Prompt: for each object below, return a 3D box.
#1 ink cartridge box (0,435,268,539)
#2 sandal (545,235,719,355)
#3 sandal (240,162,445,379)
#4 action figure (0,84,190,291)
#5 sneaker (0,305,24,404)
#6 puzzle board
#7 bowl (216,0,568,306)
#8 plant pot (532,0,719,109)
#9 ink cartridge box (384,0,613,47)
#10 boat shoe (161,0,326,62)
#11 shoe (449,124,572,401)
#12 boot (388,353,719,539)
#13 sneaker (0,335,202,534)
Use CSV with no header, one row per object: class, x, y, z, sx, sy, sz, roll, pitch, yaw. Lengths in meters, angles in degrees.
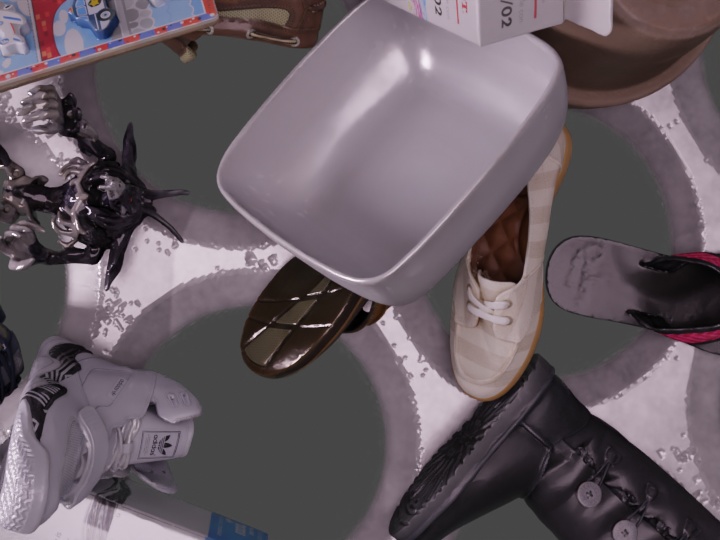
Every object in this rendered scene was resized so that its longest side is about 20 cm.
ink cartridge box,-0.177,0.218,0.913,0.197,0.084,0.147,22,92,-5
sandal,0.228,0.018,0.951,0.197,0.045,0.076,8,92,-4
sandal,0.000,0.000,0.931,0.201,0.081,0.055,-51,130,-10
action figure,-0.214,-0.053,0.891,0.196,0.102,0.121,5,81,-3
sneaker,-0.252,0.071,0.860,0.080,0.201,0.075,-15,130,-15
puzzle board,-0.181,-0.204,0.864,0.149,0.018,0.202,-18,53,-2
bowl,0.027,-0.076,0.876,0.201,0.199,0.075,-49,137,-8
plant pot,0.170,-0.201,0.862,0.197,0.175,0.204,-2,99,-11
ink cartridge box,0.063,-0.209,0.805,0.067,0.200,0.117,-19,122,-25
boat shoe,-0.122,-0.175,0.907,0.199,0.075,0.076,2,114,4
shoe,0.094,-0.013,0.925,0.069,0.053,0.203,10,86,32
boot,0.142,0.185,0.949,0.200,0.066,0.165,43,91,-9
sneaker,-0.162,0.108,0.858,0.113,0.200,0.076,16,107,-11
